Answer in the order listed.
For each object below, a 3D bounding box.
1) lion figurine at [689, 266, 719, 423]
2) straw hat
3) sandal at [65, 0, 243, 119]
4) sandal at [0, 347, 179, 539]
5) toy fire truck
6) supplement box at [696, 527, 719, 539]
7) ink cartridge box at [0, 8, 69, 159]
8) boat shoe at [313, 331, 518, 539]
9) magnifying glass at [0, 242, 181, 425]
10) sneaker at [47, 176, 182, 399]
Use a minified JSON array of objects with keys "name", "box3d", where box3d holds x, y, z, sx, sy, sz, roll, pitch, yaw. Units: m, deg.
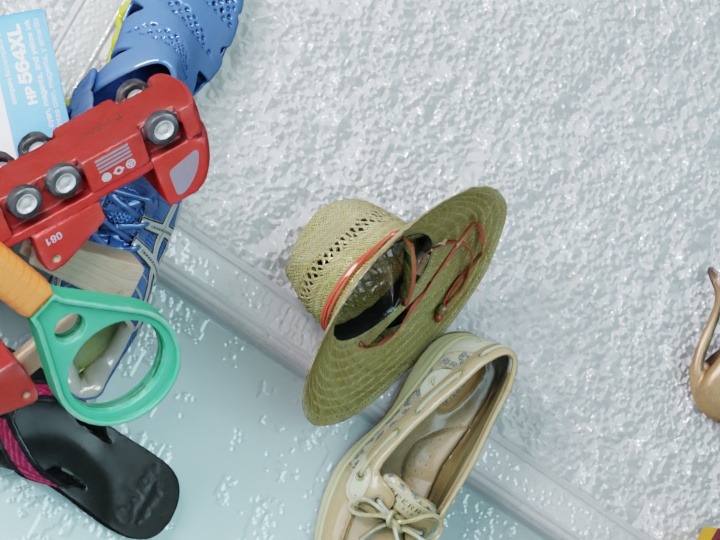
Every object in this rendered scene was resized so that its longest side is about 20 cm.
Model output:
[{"name":"lion figurine","box3d":[0.291,0.103,1.929,0.200,0.072,0.123,40,81,-5]},{"name":"straw hat","box3d":[0.000,0.000,1.764,0.085,0.201,0.201,39,67,20]},{"name":"sandal","box3d":[-0.133,-0.123,1.708,0.079,0.087,0.200,38,71,-18]},{"name":"sandal","box3d":[-0.193,0.105,1.692,0.200,0.045,0.075,32,75,-22]},{"name":"toy fire truck","box3d":[-0.169,-0.013,1.573,0.200,0.049,0.141,-30,131,-14]},{"name":"supplement box","box3d":[0.330,0.287,1.861,0.200,0.197,0.133,35,73,-20]},{"name":"ink cartridge box","box3d":[-0.287,-0.073,1.605,0.199,0.128,0.126,-13,95,-27]},{"name":"boat shoe","box3d":[0.036,0.129,1.791,0.073,0.063,0.200,33,80,-24]},{"name":"magnifying glass","box3d":[-0.174,0.027,1.550,0.080,0.022,0.200,-45,134,1]},{"name":"sneaker","box3d":[-0.148,-0.010,1.649,0.075,0.077,0.201,8,119,-13]}]
